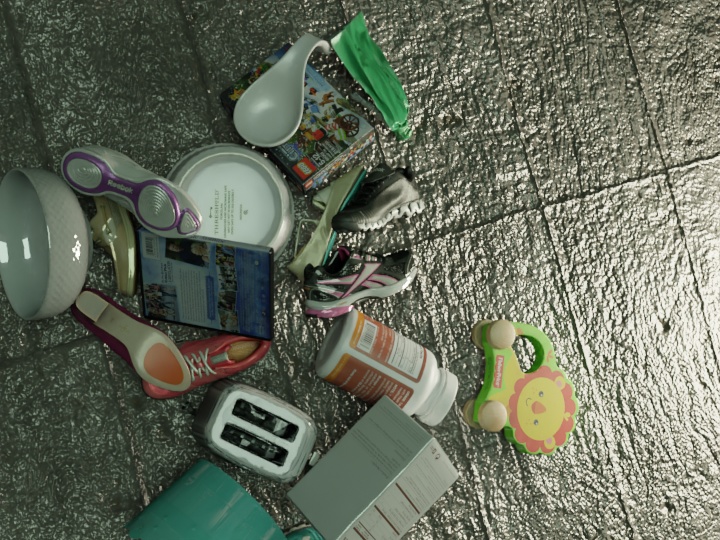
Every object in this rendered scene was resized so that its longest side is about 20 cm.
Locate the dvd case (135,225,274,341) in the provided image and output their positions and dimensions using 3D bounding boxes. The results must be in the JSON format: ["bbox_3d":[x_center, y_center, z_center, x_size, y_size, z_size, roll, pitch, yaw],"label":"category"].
[{"bbox_3d":[-0.214,0.019,1.318,0.197,0.018,0.144,9,120,12],"label":"dvd case"}]

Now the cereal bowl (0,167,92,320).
[{"bbox_3d":[-0.413,-0.037,1.263,0.083,0.199,0.203,-8,87,-40],"label":"cereal bowl"}]

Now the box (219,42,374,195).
[{"bbox_3d":[-0.094,-0.225,1.402,0.136,0.038,0.200,-39,71,-13],"label":"box"}]

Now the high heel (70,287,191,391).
[{"bbox_3d":[-0.316,0.095,1.325,0.200,0.096,0.067,46,75,-11],"label":"high heel"}]

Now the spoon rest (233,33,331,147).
[{"bbox_3d":[-0.108,-0.263,1.365,0.098,0.061,0.201,25,70,12],"label":"spoon rest"}]

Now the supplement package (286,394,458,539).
[{"bbox_3d":[0.019,0.301,1.333,0.200,0.117,0.118,-43,136,-10],"label":"supplement package"}]

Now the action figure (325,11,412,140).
[{"bbox_3d":[0.022,-0.286,1.469,0.201,0.054,0.118,57,43,-18],"label":"action figure"}]

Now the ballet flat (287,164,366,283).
[{"bbox_3d":[-0.055,-0.078,1.435,0.069,0.069,0.202,26,79,-13],"label":"ballet flat"}]

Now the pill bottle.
[{"bbox_3d":[0.041,0.149,1.415,0.198,0.112,0.113,30,78,-12],"label":"pill bottle"}]

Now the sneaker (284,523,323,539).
[{"bbox_3d":[-0.031,0.414,1.387,0.197,0.080,0.079,6,83,-15],"label":"sneaker"}]

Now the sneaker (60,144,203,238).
[{"bbox_3d":[-0.296,-0.116,1.281,0.198,0.100,0.075,30,108,-6],"label":"sneaker"}]

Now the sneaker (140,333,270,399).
[{"bbox_3d":[-0.218,0.124,1.353,0.198,0.087,0.075,-22,91,-17],"label":"sneaker"}]

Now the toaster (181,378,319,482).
[{"bbox_3d":[-0.153,0.222,1.342,0.198,0.129,0.115,29,77,-12],"label":"toaster"}]

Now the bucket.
[{"bbox_3d":[-0.201,0.365,1.281,0.135,0.207,0.208,-44,98,-24],"label":"bucket"}]

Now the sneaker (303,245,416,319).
[{"bbox_3d":[0.000,0.000,1.407,0.199,0.080,0.087,-25,112,-36],"label":"sneaker"}]

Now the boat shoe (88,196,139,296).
[{"bbox_3d":[-0.351,-0.060,1.341,0.064,0.072,0.203,-8,82,-12],"label":"boat shoe"}]

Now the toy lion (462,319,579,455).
[{"bbox_3d":[0.263,0.187,1.510,0.189,0.069,0.203,10,82,-23],"label":"toy lion"}]

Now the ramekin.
[{"bbox_3d":[-0.189,-0.086,1.365,0.199,0.094,0.206,0,90,-11],"label":"ramekin"}]

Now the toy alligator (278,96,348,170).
[{"bbox_3d":[-0.082,-0.196,1.439,0.059,0.054,0.200,45,75,-8],"label":"toy alligator"}]

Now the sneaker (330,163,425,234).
[{"bbox_3d":[0.021,-0.110,1.418,0.199,0.066,0.092,-22,108,-47],"label":"sneaker"}]
